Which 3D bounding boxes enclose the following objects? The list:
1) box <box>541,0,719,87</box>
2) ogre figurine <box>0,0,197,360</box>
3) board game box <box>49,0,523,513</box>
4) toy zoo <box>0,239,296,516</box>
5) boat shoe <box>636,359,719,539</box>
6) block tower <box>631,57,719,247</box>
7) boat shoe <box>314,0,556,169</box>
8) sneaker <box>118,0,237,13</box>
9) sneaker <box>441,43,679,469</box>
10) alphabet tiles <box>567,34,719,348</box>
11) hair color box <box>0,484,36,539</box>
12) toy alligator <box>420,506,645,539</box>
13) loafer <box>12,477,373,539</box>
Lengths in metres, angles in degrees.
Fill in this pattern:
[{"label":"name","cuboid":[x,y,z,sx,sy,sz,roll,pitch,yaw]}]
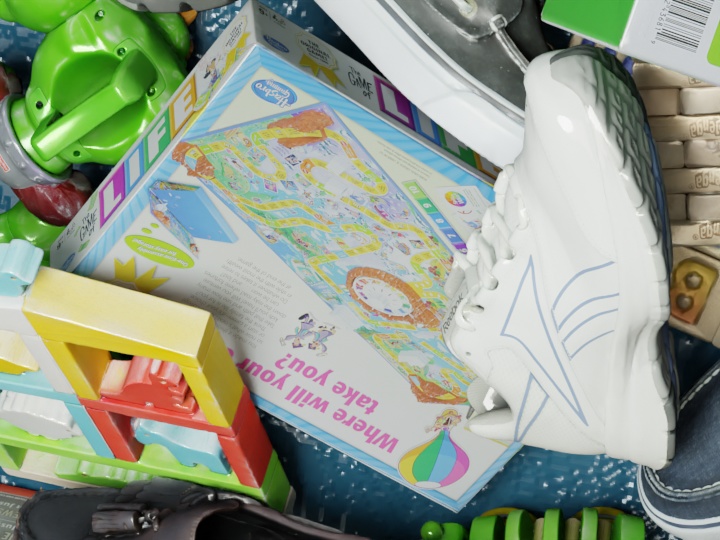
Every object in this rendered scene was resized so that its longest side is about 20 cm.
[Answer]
[{"label":"box","cuboid":[0.183,-0.147,0.821,0.175,0.097,0.201,16,98,-16]},{"label":"ogre figurine","cuboid":[-0.118,-0.057,0.956,0.120,0.098,0.201,-29,86,29]},{"label":"board game box","cuboid":[0.000,0.000,0.929,0.199,0.034,0.135,30,117,-25]},{"label":"toy zoo","cuboid":[-0.106,0.044,0.941,0.130,0.200,0.021,10,65,15]},{"label":"boat shoe","cuboid":[0.167,0.030,0.899,0.200,0.091,0.071,-36,54,25]},{"label":"block tower","cuboid":[0.127,-0.112,0.904,0.054,0.058,0.202,-2,103,12]},{"label":"boat shoe","cuboid":[0.034,-0.106,0.911,0.200,0.072,0.071,42,108,9]},{"label":"sneaker","cuboid":[-0.008,-0.148,0.849,0.199,0.075,0.080,-18,101,24]},{"label":"sneaker","cuboid":[0.069,0.004,0.867,0.086,0.075,0.201,-4,135,5]},{"label":"alphabet tiles","cuboid":[0.160,-0.065,0.941,0.165,0.006,0.201,23,109,4]},{"label":"hair color box","cuboid":[-0.167,0.196,1.055,0.110,0.064,0.201,11,109,8]},{"label":"toy alligator","cuboid":[0.049,0.120,0.980,0.198,0.060,0.054,-2,135,12]},{"label":"loafer","cuboid":[-0.045,0.113,0.951,0.199,0.072,0.063,14,135,15]}]
